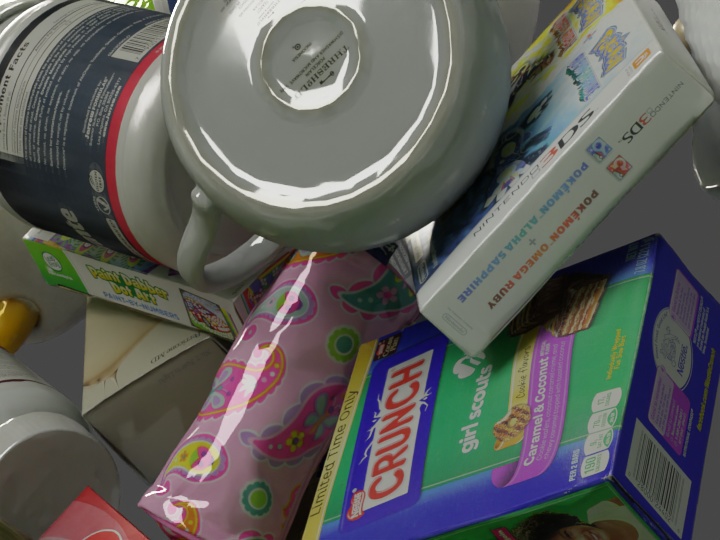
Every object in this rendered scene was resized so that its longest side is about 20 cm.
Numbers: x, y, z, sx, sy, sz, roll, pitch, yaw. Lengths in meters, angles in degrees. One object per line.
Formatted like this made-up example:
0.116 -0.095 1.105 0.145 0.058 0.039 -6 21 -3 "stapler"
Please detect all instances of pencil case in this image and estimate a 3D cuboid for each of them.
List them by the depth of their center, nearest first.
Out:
-0.040 0.071 1.637 0.087 0.087 0.201 16 72 56 "pencil case"

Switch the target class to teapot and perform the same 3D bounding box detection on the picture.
-0.004 -0.092 1.567 0.199 0.146 0.199 -2 79 18 "teapot"

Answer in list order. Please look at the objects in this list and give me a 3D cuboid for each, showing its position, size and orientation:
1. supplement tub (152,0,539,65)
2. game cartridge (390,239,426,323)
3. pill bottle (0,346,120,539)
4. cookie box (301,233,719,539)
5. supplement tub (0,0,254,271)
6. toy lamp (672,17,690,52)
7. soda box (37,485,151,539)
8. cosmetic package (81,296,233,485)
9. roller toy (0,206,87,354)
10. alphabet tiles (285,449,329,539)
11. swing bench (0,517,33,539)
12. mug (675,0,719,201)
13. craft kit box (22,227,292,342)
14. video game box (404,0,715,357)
-0.010 -0.169 1.728 0.199 0.145 0.145 22 67 36 "supplement tub"
0.000 0.000 1.769 0.133 0.041 0.200 -35 30 7 "game cartridge"
-0.226 0.111 1.820 0.110 0.110 0.200 -47 30 -8 "pill bottle"
0.078 0.090 1.518 0.199 0.075 0.172 -22 35 33 "cookie box"
-0.136 -0.082 1.710 0.199 0.141 0.141 16 62 44 "supplement tub"
0.214 -0.157 1.691 0.199 0.058 0.058 -35 31 11 "toy lamp"
-0.117 0.191 1.623 0.070 0.063 0.200 -47 29 -8 "soda box"
-0.111 0.026 1.830 0.103 0.073 0.201 -31 31 17 "cosmetic package"
-0.223 -0.050 1.993 0.182 0.139 0.200 -45 30 18 "roller toy"
-0.072 0.165 1.672 0.166 0.008 0.201 -25 34 29 "alphabet tiles"
-0.259 0.185 1.652 0.199 0.129 0.202 31 119 59 "swing bench"
0.230 -0.123 1.566 0.176 0.147 0.201 -93 26 -47 "mug"
-0.071 -0.049 1.787 0.197 0.049 0.200 17 52 41 "craft kit box"
0.097 -0.063 1.562 0.182 0.047 0.200 -45 15 11 "video game box"
